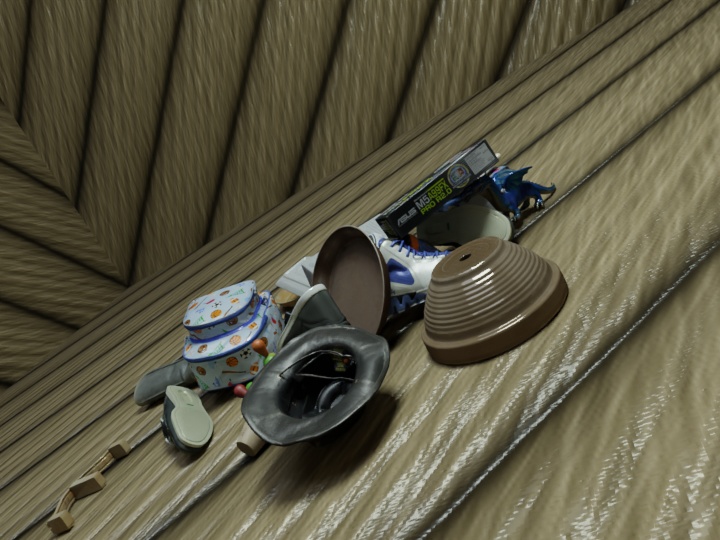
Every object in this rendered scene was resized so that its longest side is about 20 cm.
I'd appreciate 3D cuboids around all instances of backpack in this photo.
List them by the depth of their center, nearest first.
[{"bbox_3d":[-0.231,0.121,1.171,0.197,0.156,0.192,-23,31,8],"label":"backpack"}]

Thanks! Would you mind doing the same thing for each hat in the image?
[{"bbox_3d":[-0.046,0.157,0.797,0.197,0.082,0.202,-13,30,8],"label":"hat"}]

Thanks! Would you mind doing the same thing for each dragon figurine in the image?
[{"bbox_3d":[0.264,-0.145,1.112,0.198,0.101,0.059,-28,12,-20],"label":"dragon figurine"}]

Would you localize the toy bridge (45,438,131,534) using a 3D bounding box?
[{"bbox_3d":[-0.458,0.359,1.087,0.066,0.027,0.201,-27,15,20],"label":"toy bridge"}]

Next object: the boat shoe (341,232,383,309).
[{"bbox_3d":[-0.001,0.002,1.130,0.074,0.067,0.202,114,168,-46],"label":"boat shoe"}]

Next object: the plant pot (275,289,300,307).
[{"bbox_3d":[-0.100,0.025,1.449,0.198,0.028,0.200,-30,14,8],"label":"plant pot"}]

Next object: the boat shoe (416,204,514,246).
[{"bbox_3d":[0.184,-0.072,1.097,0.067,0.073,0.198,-1,3,-38],"label":"boat shoe"}]

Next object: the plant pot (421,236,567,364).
[{"bbox_3d":[0.154,0.022,0.833,0.199,0.094,0.201,-29,16,9],"label":"plant pot"}]

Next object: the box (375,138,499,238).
[{"bbox_3d":[0.120,-0.131,1.077,0.199,0.045,0.160,-38,6,-1],"label":"box"}]

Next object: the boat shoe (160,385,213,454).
[{"bbox_3d":[-0.286,0.253,1.052,0.069,0.071,0.200,-67,25,2],"label":"boat shoe"}]

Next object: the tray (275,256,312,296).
[{"bbox_3d":[-0.091,0.015,1.354,0.107,0.022,0.198,-39,35,-25],"label":"tray"}]

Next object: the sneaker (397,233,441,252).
[{"bbox_3d":[0.080,-0.008,1.134,0.200,0.077,0.077,156,128,-73],"label":"sneaker"}]

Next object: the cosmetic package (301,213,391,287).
[{"bbox_3d":[-0.006,-0.022,1.264,0.198,0.075,0.101,-32,31,-17],"label":"cosmetic package"}]

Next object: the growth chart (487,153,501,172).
[{"bbox_3d":[0.169,-0.161,1.243,0.198,0.018,0.145,-20,19,38],"label":"growth chart"}]

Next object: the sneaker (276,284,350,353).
[{"bbox_3d":[-0.068,0.119,0.992,0.070,0.100,0.201,-24,-26,-35],"label":"sneaker"}]

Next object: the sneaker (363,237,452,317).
[{"bbox_3d":[0.082,-0.008,0.990,0.197,0.117,0.080,-26,-4,18],"label":"sneaker"}]

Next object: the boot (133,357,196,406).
[{"bbox_3d":[-0.362,0.197,1.363,0.198,0.073,0.182,-31,11,30],"label":"boot"}]

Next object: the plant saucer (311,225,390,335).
[{"bbox_3d":[-0.012,0.033,1.003,0.034,0.205,0.199,1,-6,-35],"label":"plant saucer"}]

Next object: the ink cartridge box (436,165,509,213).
[{"bbox_3d":[0.200,-0.133,1.272,0.136,0.077,0.199,-36,14,-16],"label":"ink cartridge box"}]

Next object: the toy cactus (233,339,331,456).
[{"bbox_3d":[-0.120,0.176,0.911,0.197,0.103,0.166,-7,36,38],"label":"toy cactus"}]
